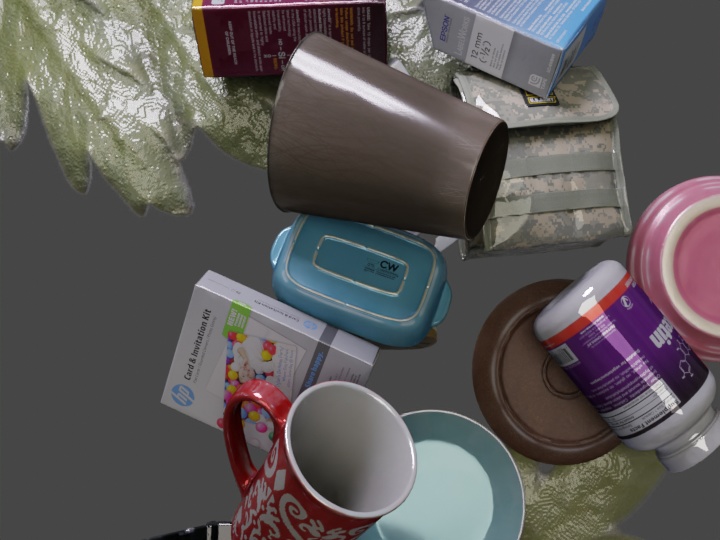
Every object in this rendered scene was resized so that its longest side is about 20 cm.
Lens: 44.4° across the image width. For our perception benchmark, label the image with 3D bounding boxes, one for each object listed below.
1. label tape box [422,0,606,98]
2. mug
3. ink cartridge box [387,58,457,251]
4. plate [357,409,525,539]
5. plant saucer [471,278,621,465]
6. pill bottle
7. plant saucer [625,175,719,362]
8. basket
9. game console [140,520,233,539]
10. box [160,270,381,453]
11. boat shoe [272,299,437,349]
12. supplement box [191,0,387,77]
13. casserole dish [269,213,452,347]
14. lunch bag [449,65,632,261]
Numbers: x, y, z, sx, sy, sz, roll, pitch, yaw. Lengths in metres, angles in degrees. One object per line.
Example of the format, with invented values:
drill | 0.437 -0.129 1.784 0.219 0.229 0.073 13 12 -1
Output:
label tape box | 0.142 -0.277 0.929 0.198 0.067 0.144 27 50 16
mug | -0.055 0.202 0.869 0.132 0.201 0.179 -10 57 -36
ink cartridge box | 0.025 -0.103 0.976 0.161 0.057 0.201 -34 107 -2
plate | 0.078 0.251 0.951 0.196 0.026 0.204 0 85 2
plant saucer | 0.220 0.109 0.954 0.196 0.034 0.204 0 85 1
pill bottle | 0.273 0.097 0.881 0.112 0.112 0.201 -40 87 -2
plant saucer | 0.390 -0.003 0.949 0.197 0.051 0.204 0 86 1
basket | 0.029 -0.111 0.838 0.197 0.136 0.183 20 119 20
game console | -0.139 0.370 0.901 0.173 0.116 0.204 1 86 1
box | -0.096 0.110 0.922 0.198 0.041 0.158 25 117 4
boat shoe | -0.015 0.046 0.950 0.196 0.073 0.066 5 66 2
supplement box | -0.071 -0.274 0.937 0.196 0.086 0.112 -2 48 1
casserole dish | 0.000 0.000 0.908 0.197 0.039 0.123 20 72 6
lunch bag | 0.182 -0.122 0.925 0.161 0.118 0.204 -5 85 -9
